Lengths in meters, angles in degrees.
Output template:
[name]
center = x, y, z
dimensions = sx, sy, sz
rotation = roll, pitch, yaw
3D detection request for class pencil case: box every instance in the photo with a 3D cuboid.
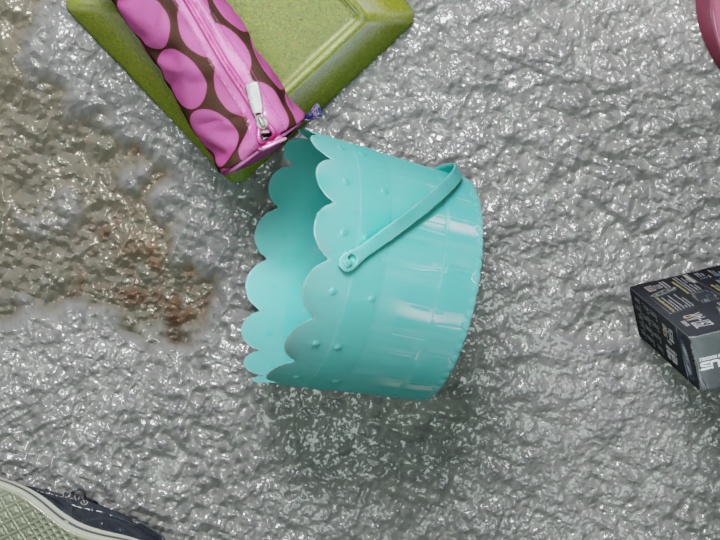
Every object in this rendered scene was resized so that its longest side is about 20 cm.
[pencil case]
center = -0.119, -0.171, 1.362
dimensions = 0.091, 0.094, 0.200
rotation = -35, 101, 1

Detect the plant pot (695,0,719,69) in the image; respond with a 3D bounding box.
[plant pot]
center = 0.371, -0.209, 1.404
dimensions = 0.200, 0.179, 0.200
rotation = -1, 100, -5

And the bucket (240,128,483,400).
[bucket]
center = 0.000, 0.000, 1.403
dimensions = 0.135, 0.207, 0.207
rotation = 11, 99, -16

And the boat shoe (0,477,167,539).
[boat shoe]
center = -0.237, 0.215, 1.490
dimensions = 0.200, 0.062, 0.075
rotation = 18, 104, 7

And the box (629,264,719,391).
[box]
center = 0.309, 0.032, 1.431
dimensions = 0.160, 0.200, 0.044
rotation = -14, 101, -3

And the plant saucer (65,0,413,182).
[plant saucer]
center = -0.091, -0.200, 1.431
dimensions = 0.200, 0.048, 0.200
rotation = -43, 101, 3
